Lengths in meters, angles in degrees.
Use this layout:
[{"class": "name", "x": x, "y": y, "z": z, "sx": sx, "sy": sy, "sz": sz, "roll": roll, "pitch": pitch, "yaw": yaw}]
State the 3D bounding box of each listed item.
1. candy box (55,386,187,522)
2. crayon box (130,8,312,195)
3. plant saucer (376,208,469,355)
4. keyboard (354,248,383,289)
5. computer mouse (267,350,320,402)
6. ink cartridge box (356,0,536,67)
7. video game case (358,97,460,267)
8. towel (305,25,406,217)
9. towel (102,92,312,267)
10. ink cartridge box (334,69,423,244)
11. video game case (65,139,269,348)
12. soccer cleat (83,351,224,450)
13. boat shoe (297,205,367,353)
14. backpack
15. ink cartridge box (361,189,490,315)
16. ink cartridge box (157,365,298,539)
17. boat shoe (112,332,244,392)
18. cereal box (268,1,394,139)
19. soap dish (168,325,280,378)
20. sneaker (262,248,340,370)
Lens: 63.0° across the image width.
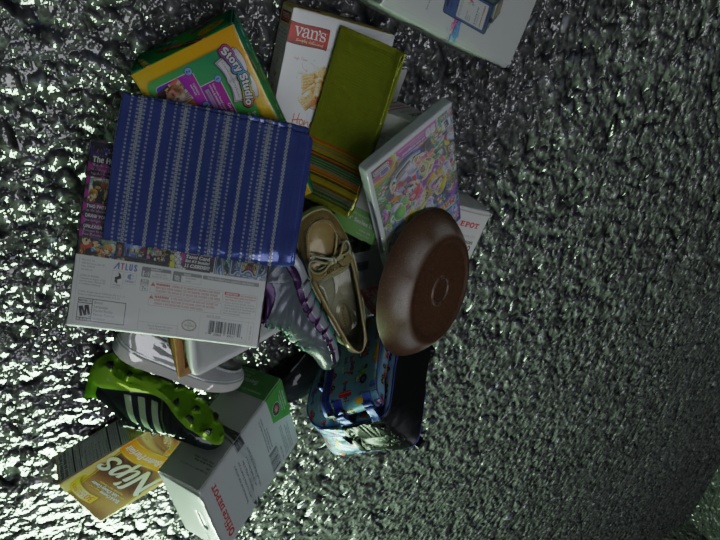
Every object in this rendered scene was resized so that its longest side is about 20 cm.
[{"class": "candy box", "x": -0.317, "y": 0.263, "z": 0.852, "sx": 0.196, "sy": 0.055, "sz": 0.118, "roll": -30, "pitch": 134, "yaw": -14}, {"class": "crayon box", "x": -0.143, "y": -0.157, "z": 0.645, "sx": 0.115, "sy": 0.059, "sz": 0.203, "roll": -22, "pitch": 125, "yaw": 5}, {"class": "plant saucer", "x": 0.095, "y": 0.022, "z": 0.786, "sx": 0.198, "sy": 0.036, "sz": 0.207, "roll": -26, "pitch": 125, "yaw": -43}, {"class": "keyboard", "x": 0.000, "y": 0.000, "z": 0.810, "sx": 0.194, "sy": 0.011, "sz": 0.058, "roll": -12, "pitch": 120, "yaw": -26}, {"class": "computer mouse", "x": -0.078, "y": 0.132, "z": 0.930, "sx": 0.197, "sy": 0.046, "sz": 0.143, "roll": -33, "pitch": 134, "yaw": -11}, {"class": "ink cartridge box", "x": 0.078, "y": -0.315, "z": 0.662, "sx": 0.195, "sy": 0.146, "sz": 0.090, "roll": 11, "pitch": 113, "yaw": -37}, {"class": "video game case", "x": 0.071, "y": -0.094, "z": 0.748, "sx": 0.142, "sy": 0.018, "sz": 0.203, "roll": -41, "pitch": 143, "yaw": -19}, {"class": "towel", "x": -0.017, "y": -0.171, "z": 0.699, "sx": 0.084, "sy": 0.018, "sz": 0.205, "roll": 20, "pitch": 112, "yaw": 0}, {"class": "towel", "x": -0.151, "y": -0.089, "z": 0.599, "sx": 0.193, "sy": 0.024, "sz": 0.150, "roll": 9, "pitch": 90, "yaw": -13}, {"class": "ink cartridge box", "x": 0.038, "y": -0.150, "z": 0.767, "sx": 0.117, "sy": 0.066, "sz": 0.205, "roll": -38, "pitch": 150, "yaw": -62}, {"class": "video game case", "x": -0.191, "y": -0.024, "z": 0.616, "sx": 0.193, "sy": 0.036, "sz": 0.188, "roll": 8, "pitch": 90, "yaw": -14}, {"class": "soccer cleat", "x": -0.272, "y": 0.185, "z": 0.780, "sx": 0.197, "sy": 0.068, "sz": 0.082, "roll": 33, "pitch": 111, "yaw": -5}, {"class": "boat shoe", "x": -0.031, "y": 0.015, "z": 0.752, "sx": 0.071, "sy": 0.063, "sz": 0.206, "roll": -23, "pitch": 124, "yaw": -18}, {"class": "backpack", "x": -0.003, "y": 0.171, "z": 0.871, "sx": 0.196, "sy": 0.187, "sz": 0.134, "roll": -21, "pitch": 132, "yaw": 38}, {"class": "ink cartridge box", "x": 0.094, "y": -0.028, "z": 0.912, "sx": 0.142, "sy": 0.085, "sz": 0.205, "roll": 6, "pitch": 114, "yaw": -36}, {"class": "ink cartridge box", "x": -0.185, "y": 0.269, "z": 0.859, "sx": 0.201, "sy": 0.082, "sz": 0.150, "roll": -52, "pitch": 145, "yaw": -43}, {"class": "boat shoe", "x": -0.233, "y": 0.106, "z": 0.802, "sx": 0.197, "sy": 0.072, "sz": 0.069, "roll": 29, "pitch": 103, "yaw": -33}, {"class": "cereal box", "x": -0.048, "y": -0.205, "z": 0.725, "sx": 0.140, "sy": 0.040, "sz": 0.205, "roll": -1, "pitch": 121, "yaw": -32}, {"class": "soap dish", "x": -0.161, "y": 0.021, "z": 0.746, "sx": 0.197, "sy": 0.080, "sz": 0.162, "roll": -27, "pitch": 134, "yaw": -39}, {"class": "sneaker", "x": -0.092, "y": 0.058, "z": 0.730, "sx": 0.086, "sy": 0.074, "sz": 0.204, "roll": -33, "pitch": 123, "yaw": -18}]
